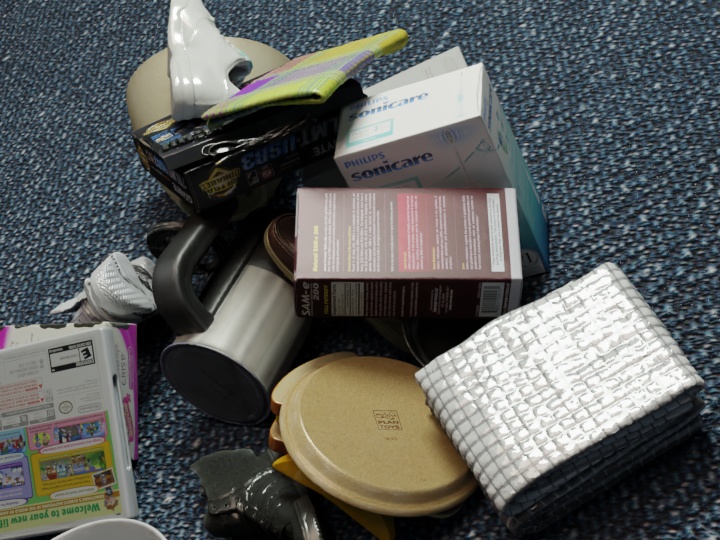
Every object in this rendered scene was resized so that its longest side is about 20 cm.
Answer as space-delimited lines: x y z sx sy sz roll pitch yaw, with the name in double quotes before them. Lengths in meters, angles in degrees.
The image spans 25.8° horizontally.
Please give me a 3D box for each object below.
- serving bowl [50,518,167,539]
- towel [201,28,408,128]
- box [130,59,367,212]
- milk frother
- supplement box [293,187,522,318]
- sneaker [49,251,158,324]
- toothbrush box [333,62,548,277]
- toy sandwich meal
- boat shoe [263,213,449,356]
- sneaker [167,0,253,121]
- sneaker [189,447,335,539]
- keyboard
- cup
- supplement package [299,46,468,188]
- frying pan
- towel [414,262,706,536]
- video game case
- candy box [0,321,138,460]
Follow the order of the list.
"serving bowl" -0.231 0.312 1.342 0.199 0.066 0.201 -18 38 14
"towel" -0.048 -0.182 1.488 0.143 0.023 0.200 -11 18 30
"box" -0.110 -0.138 1.567 0.199 0.050 0.198 -25 24 -16
"milk frother" -0.146 0.037 1.554 0.200 0.180 0.189 -33 22 51
"supplement box" 0.041 -0.016 1.397 0.198 0.061 0.109 1 51 0
"sneaker" -0.265 0.042 1.623 0.115 0.075 0.200 -36 -2 6
"toothbrush box" 0.081 -0.078 1.484 0.145 0.201 0.086 -14 39 18
"toy sandwich meal" 0.011 0.151 1.357 0.204 0.071 0.206 10 38 -8
"boat shoe" 0.000 0.000 1.468 0.200 0.072 0.072 37 58 10
"sneaker" -0.156 -0.223 1.625 0.088 0.076 0.201 -2 45 -8
"sneaker" -0.088 0.214 1.374 0.104 0.060 0.200 -27 32 0
"keyboard" -0.093 -0.138 1.465 0.199 0.021 0.127 -22 21 -6
"cup" -0.157 -0.139 1.738 0.199 0.200 0.144 -17 58 15
"supplement package" 0.043 -0.119 1.620 0.199 0.122 0.120 -24 37 5
"frying pan" 0.119 0.034 1.425 0.190 0.031 0.115 -34 73 -26
"towel" 0.167 0.104 1.292 0.199 0.086 0.166 -30 47 -3
"video game case" -0.311 0.162 1.505 0.199 0.022 0.183 -13 82 23
"candy box" -0.318 0.122 1.556 0.199 0.061 0.137 -2 86 26
